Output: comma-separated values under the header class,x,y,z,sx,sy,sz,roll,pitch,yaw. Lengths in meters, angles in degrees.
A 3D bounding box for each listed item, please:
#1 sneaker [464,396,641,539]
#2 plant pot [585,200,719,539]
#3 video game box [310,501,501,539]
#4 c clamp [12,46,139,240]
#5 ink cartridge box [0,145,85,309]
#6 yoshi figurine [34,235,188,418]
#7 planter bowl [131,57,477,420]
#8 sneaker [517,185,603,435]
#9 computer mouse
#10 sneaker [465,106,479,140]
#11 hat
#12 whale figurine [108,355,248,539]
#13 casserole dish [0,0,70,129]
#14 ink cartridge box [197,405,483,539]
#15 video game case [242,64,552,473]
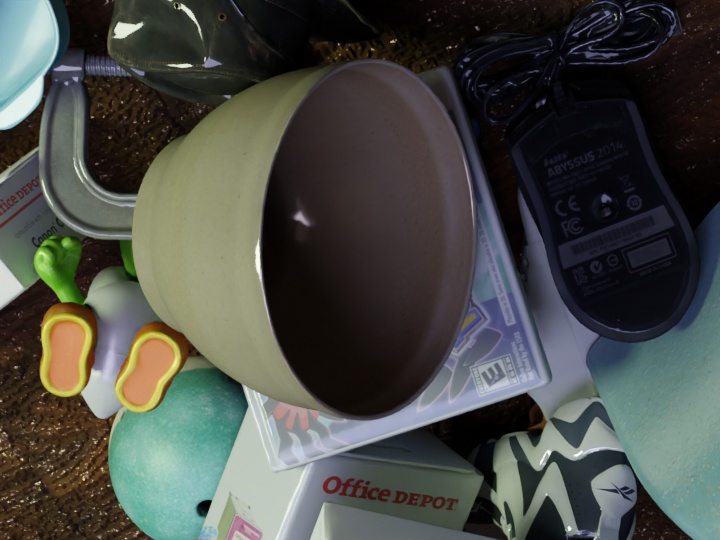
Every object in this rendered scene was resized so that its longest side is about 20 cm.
class,x,y,z,sx,sy,sz,roll,pitch,yaw
sneaker,0.115,0.173,1.714,0.079,0.130,0.199,24,149,-25
plant pot,0.276,0.090,1.584,0.195,0.201,0.196,24,123,-24
video game box,0.045,0.239,1.643,0.199,0.047,0.183,14,121,-12
c clamp,-0.121,-0.101,1.654,0.198,0.027,0.172,7,87,-3
ink cartridge box,-0.248,-0.003,1.720,0.200,0.117,0.068,-37,97,29
yoshi figurine,-0.138,0.011,1.672,0.111,0.200,0.113,-27,102,11
planter bowl,-0.044,-0.020,1.532,0.134,0.200,0.201,3,125,38
sneaker,0.112,0.027,1.689,0.084,0.073,0.201,-8,121,14
computer mouse,0.145,-0.055,1.601,0.138,0.053,0.201,-16,84,4
sneaker,0.042,-0.014,1.689,0.089,0.079,0.201,7,119,-19
hat,-0.092,-0.141,1.568,0.199,0.201,0.081,20,84,0
whale figurine,-0.070,0.143,1.780,0.199,0.104,0.160,27,114,-18
casserole dish,-0.247,-0.177,1.629,0.121,0.039,0.201,-37,82,29
ink cartridge box,-0.028,0.193,1.730,0.144,0.085,0.201,11,107,-38
video game case,0.000,0.000,1.617,0.181,0.023,0.201,-19,89,11
